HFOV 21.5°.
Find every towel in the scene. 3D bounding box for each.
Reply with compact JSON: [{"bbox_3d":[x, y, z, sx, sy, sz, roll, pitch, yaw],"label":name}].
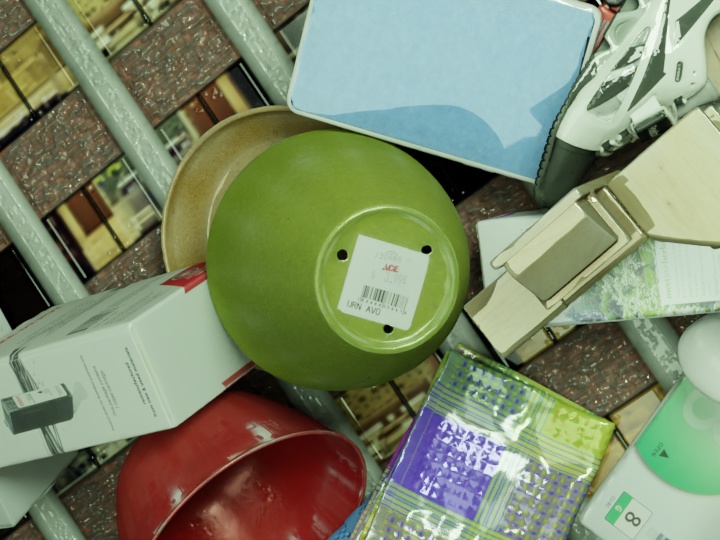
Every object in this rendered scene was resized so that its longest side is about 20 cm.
[{"bbox_3d":[0.084,0.170,1.368,0.143,0.023,0.201,27,83,8],"label":"towel"}]

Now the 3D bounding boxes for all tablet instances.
[{"bbox_3d":[0.056,-0.145,1.310,0.198,0.014,0.131,17,107,6],"label":"tablet"}]

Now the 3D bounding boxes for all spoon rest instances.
[{"bbox_3d":[0.314,0.069,1.285,0.198,0.100,0.061,5,127,5],"label":"spoon rest"}]

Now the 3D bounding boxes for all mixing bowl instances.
[{"bbox_3d":[-0.106,0.164,1.402,0.108,0.199,0.201,45,111,36],"label":"mixing bowl"}]

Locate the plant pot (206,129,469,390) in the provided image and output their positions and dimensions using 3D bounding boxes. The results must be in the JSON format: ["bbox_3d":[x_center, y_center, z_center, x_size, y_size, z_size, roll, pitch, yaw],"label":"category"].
[{"bbox_3d":[0.000,0.000,1.264,0.185,0.200,0.189,-1,94,-11],"label":"plant pot"}]

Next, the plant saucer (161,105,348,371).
[{"bbox_3d":[-0.052,-0.024,1.420,0.199,0.035,0.202,3,99,18],"label":"plant saucer"}]

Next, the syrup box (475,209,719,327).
[{"bbox_3d":[0.186,-0.008,1.317,0.198,0.081,0.079,-6,94,20],"label":"syrup box"}]

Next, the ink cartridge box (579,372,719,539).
[{"bbox_3d":[0.279,0.171,1.331,0.200,0.050,0.161,37,108,13],"label":"ink cartridge box"}]

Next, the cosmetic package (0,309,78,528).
[{"bbox_3d":[-0.309,0.091,1.453,0.074,0.102,0.201,-10,114,33],"label":"cosmetic package"}]

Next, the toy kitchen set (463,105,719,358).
[{"bbox_3d":[0.187,0.026,1.191,0.200,0.163,0.181,-41,83,18],"label":"toy kitchen set"}]

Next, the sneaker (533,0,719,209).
[{"bbox_3d":[0.187,-0.116,1.252,0.088,0.074,0.201,31,102,6],"label":"sneaker"}]

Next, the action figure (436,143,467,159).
[{"bbox_3d":[0.084,-0.188,1.333,0.098,0.065,0.201,27,106,4],"label":"action figure"}]

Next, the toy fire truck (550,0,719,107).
[{"bbox_3d":[0.232,-0.167,1.296,0.141,0.049,0.201,33,107,11],"label":"toy fire truck"}]

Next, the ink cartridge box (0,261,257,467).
[{"bbox_3d":[-0.186,0.068,1.393,0.199,0.144,0.084,-14,103,35],"label":"ink cartridge box"}]

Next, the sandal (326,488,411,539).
[{"bbox_3d":[-0.027,0.242,1.406,0.087,0.079,0.201,31,96,-30],"label":"sandal"}]
